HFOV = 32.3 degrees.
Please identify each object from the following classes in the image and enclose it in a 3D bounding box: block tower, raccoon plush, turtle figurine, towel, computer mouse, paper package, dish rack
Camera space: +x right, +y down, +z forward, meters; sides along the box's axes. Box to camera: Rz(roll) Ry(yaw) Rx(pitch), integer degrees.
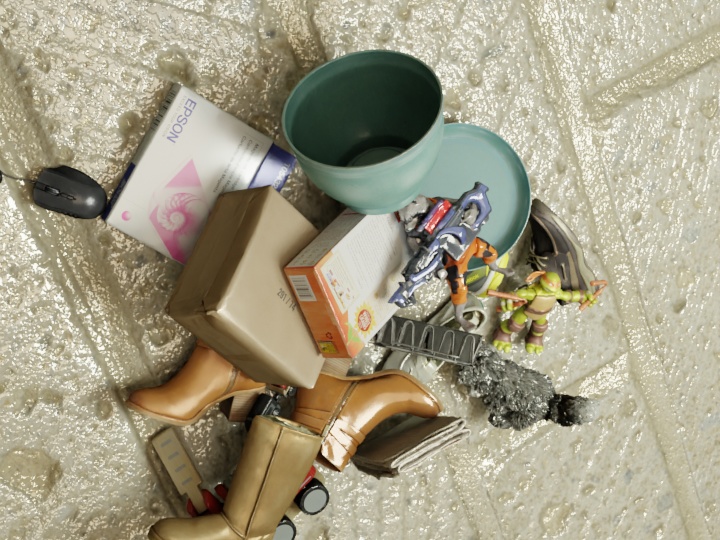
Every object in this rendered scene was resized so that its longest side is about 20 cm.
[{"bbox_3d":[0.000,-0.126,1.662,0.053,0.058,0.202,-19,112,-17],"label":"block tower"},{"bbox_3d":[0.232,0.153,1.772,0.134,0.198,0.098,48,44,-41],"label":"raccoon plush"},{"bbox_3d":[0.242,0.051,1.771,0.198,0.065,0.162,-6,142,-26],"label":"turtle figurine"},{"bbox_3d":[0.066,0.240,1.710,0.132,0.200,0.035,-27,93,-15],"label":"towel"},{"bbox_3d":[-0.400,-0.107,1.505,0.198,0.034,0.059,16,98,-26],"label":"computer mouse"},{"bbox_3d":[-0.119,0.024,1.566,0.200,0.103,0.192,43,60,-39],"label":"paper package"},{"bbox_3d":[0.087,0.095,1.641,0.151,0.200,0.055,11,88,4],"label":"dish rack"}]

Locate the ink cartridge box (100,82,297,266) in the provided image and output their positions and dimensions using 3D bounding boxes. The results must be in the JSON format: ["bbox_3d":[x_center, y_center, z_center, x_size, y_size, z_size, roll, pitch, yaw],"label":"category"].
[{"bbox_3d":[-0.198,-0.104,1.589,0.199,0.043,0.198,29,91,-25],"label":"ink cartridge box"}]

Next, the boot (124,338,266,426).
[{"bbox_3d":[-0.205,0.119,1.623,0.198,0.077,0.157,5,103,-27],"label":"boot"}]

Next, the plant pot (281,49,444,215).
[{"bbox_3d":[0.015,-0.155,1.538,0.199,0.200,0.135,-33,141,-12],"label":"plant pot"}]

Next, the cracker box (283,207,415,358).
[{"bbox_3d":[0.000,0.000,1.584,0.200,0.057,0.135,-45,121,-41],"label":"cracker box"}]

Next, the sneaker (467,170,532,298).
[{"bbox_3d":[0.177,-0.061,1.743,0.084,0.074,0.202,13,99,-25],"label":"sneaker"}]

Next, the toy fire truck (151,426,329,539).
[{"bbox_3d":[-0.170,0.280,1.673,0.176,0.128,0.200,-45,126,-7],"label":"toy fire truck"}]

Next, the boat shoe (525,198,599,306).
[{"bbox_3d":[0.280,-0.017,1.789,0.073,0.075,0.201,-38,126,-2],"label":"boat shoe"}]

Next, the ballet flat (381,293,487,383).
[{"bbox_3d":[0.103,0.112,1.763,0.200,0.069,0.070,-45,116,-7],"label":"ballet flat"}]

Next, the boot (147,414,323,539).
[{"bbox_3d":[-0.161,0.277,1.595,0.174,0.066,0.202,20,96,-28],"label":"boot"}]

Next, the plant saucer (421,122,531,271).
[{"bbox_3d":[0.134,-0.100,1.704,0.197,0.027,0.203,0,93,1],"label":"plant saucer"}]

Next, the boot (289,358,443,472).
[{"bbox_3d":[0.002,0.204,1.689,0.198,0.074,0.156,21,62,2],"label":"boot"}]

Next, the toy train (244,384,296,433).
[{"bbox_3d":[-0.099,0.134,1.668,0.201,0.034,0.046,-61,142,-19],"label":"toy train"}]

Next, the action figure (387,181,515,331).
[{"bbox_3d":[0.099,-0.013,1.616,0.200,0.104,0.194,-44,117,-17],"label":"action figure"}]
